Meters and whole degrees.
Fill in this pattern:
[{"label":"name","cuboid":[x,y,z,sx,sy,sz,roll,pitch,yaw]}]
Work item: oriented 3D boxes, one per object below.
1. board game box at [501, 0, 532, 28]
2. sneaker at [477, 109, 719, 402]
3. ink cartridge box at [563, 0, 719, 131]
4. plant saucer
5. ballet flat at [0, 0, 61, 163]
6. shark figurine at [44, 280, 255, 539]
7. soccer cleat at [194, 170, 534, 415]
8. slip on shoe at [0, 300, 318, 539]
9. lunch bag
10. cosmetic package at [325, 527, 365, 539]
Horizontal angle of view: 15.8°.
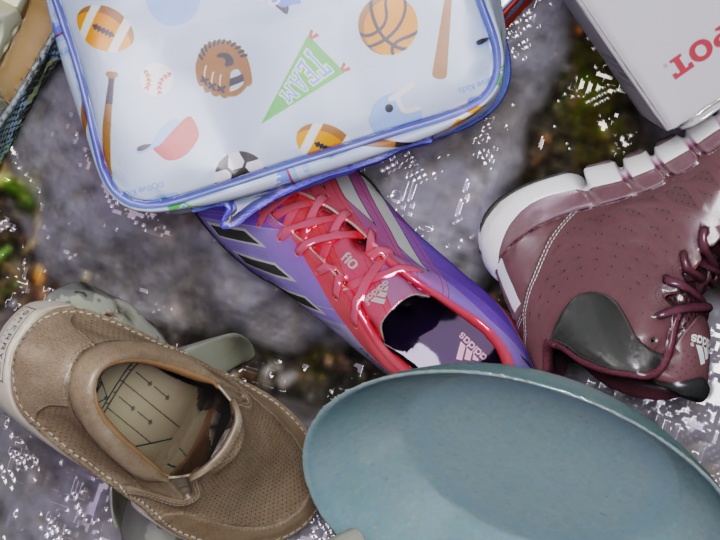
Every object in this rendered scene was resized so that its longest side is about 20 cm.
[{"label":"board game box","cuboid":[0.075,-0.231,1.190,0.153,0.040,0.200,45,94,8]},{"label":"sneaker","cuboid":[0.157,-0.003,1.138,0.200,0.076,0.116,-23,62,15]},{"label":"ink cartridge box","cuboid":[0.131,-0.182,1.118,0.144,0.084,0.200,-35,99,2]},{"label":"plant saucer","cuboid":[0.075,0.093,1.126,0.200,0.201,0.039,15,54,9]},{"label":"ballet flat","cuboid":[-0.162,-0.125,1.209,0.074,0.074,0.200,24,91,9]},{"label":"shark figurine","cuboid":[-0.119,0.097,1.202,0.089,0.128,0.215,13,109,34]},{"label":"soccer cleat","cuboid":[0.000,0.000,1.176,0.200,0.073,0.068,39,94,8]},{"label":"slip on shoe","cuboid":[-0.073,0.072,1.126,0.060,0.200,0.076,13,72,43]},{"label":"lunch bag","cuboid":[-0.039,-0.108,1.146,0.199,0.076,0.161,-17,92,7]},{"label":"cosmetic package","cuboid":[-0.077,0.185,1.107,0.105,0.200,0.071,-33,81,41]}]
